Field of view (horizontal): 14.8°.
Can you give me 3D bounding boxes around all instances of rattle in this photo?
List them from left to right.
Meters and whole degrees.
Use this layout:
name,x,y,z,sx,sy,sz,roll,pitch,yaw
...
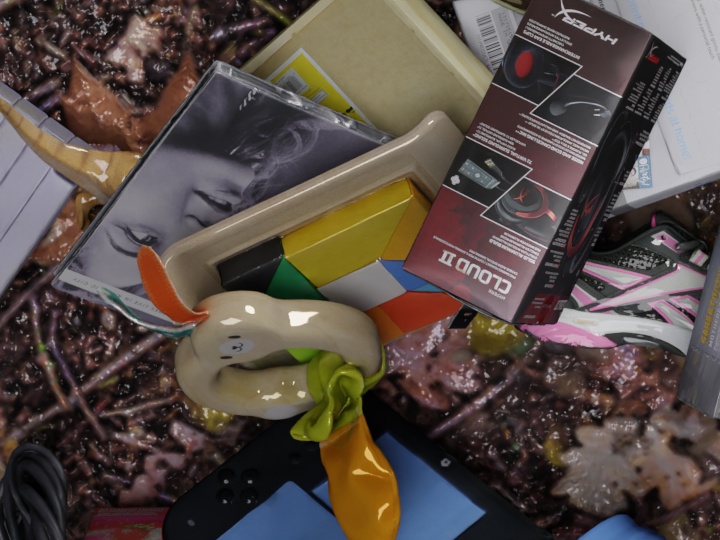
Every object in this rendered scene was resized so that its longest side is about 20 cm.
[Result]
name,x,y,z,sx,sy,sz,roll,pitch,yaw
rattle,-0.067,0.081,1.632,0.130,0.200,0.143,-3,72,29

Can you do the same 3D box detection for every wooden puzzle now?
name,x,y,z,sx,sy,sz,roll,pitch,yaw
wooden puzzle,0.000,0.000,1.684,0.200,0.037,0.185,-29,144,11

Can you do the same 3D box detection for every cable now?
name,x,y,z,sx,sy,sz,roll,pitch,yaw
cable,-0.207,0.210,1.762,0.051,0.163,0.201,-3,104,-7

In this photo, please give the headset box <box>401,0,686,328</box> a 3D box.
name,x,y,z,sx,sy,sz,roll,pitch,yaw
headset box,0.103,-0.054,1.584,0.075,0.149,0.200,27,96,13

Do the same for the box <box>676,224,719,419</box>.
name,x,y,z,sx,sy,sz,roll,pitch,yaw
box,0.301,0.020,1.650,0.200,0.048,0.159,9,101,-24

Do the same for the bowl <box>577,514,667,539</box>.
name,x,y,z,sx,sy,sz,roll,pitch,yaw
bowl,0.111,0.229,1.710,0.039,0.201,0.201,44,107,15

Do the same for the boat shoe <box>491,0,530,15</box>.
name,x,y,z,sx,sy,sz,roll,pitch,yaw
boat shoe,0.039,-0.212,1.641,0.202,0.075,0.075,21,91,14

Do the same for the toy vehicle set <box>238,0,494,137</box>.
name,x,y,z,sx,sy,sz,roll,pitch,yaw
toy vehicle set,-0.018,-0.090,1.691,0.124,0.027,0.200,48,125,-7

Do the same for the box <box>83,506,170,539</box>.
name,x,y,z,sx,sy,sz,roll,pitch,yaw
box,-0.077,0.212,1.771,0.199,0.096,0.100,-1,109,4

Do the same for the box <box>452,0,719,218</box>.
name,x,y,z,sx,sy,sz,roll,pitch,yaw
box,0.174,-0.123,1.665,0.200,0.041,0.156,-20,85,13

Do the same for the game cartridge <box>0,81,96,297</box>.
name,x,y,z,sx,sy,sz,roll,pitch,yaw
game cartridge,-0.273,-0.033,1.771,0.130,0.038,0.200,37,106,1

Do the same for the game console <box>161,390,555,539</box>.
name,x,y,z,sx,sy,sz,roll,pitch,yaw
game console,-0.003,0.168,1.698,0.177,0.031,0.200,-40,60,-22

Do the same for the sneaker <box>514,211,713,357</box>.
name,x,y,z,sx,sy,sz,roll,pitch,yaw
sneaker,0.197,0.009,1.701,0.199,0.080,0.087,6,95,0

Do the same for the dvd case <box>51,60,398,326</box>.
name,x,y,z,sx,sy,sz,roll,pitch,yaw
dvd case,-0.075,-0.031,1.680,0.148,0.016,0.200,22,129,-26

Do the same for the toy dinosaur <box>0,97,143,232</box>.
name,x,y,z,sx,sy,sz,roll,pitch,yaw
toy dinosaur,-0.150,-0.054,1.715,0.200,0.060,0.106,18,126,-14
